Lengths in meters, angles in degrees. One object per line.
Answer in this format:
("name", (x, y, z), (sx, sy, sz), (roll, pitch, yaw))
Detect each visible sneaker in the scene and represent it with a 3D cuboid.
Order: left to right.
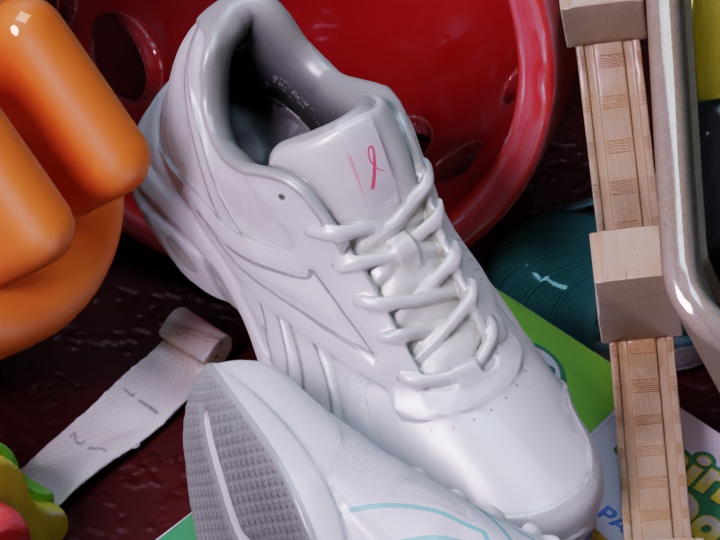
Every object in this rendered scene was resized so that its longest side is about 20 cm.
("sneaker", (0.000, 0.000, 0.813), (0.078, 0.100, 0.200), (-33, 69, -25))
("sneaker", (0.024, 0.095, 0.761), (0.080, 0.071, 0.200), (-22, 55, -34))
("sneaker", (0.137, -0.023, 0.930), (0.199, 0.080, 0.072), (-10, 45, -12))

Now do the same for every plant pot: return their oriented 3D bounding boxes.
("plant pot", (-0.010, -0.120, 0.951), (0.200, 0.201, 0.183), (13, 35, 11))

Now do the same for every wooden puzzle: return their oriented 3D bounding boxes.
("wooden puzzle", (0.106, -0.053, 0.810), (0.037, 0.185, 0.201), (-10, 73, 12))

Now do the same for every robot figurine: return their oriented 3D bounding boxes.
("robot figurine", (-0.150, -0.017, 0.853), (0.116, 0.200, 0.144), (21, 61, -37))

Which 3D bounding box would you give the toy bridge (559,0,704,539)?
("toy bridge", (0.082, 0.005, 0.826), (0.027, 0.067, 0.201), (-6, 71, 6))

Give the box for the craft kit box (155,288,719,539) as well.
("craft kit box", (0.047, 0.113, 0.814), (0.200, 0.049, 0.197), (33, 49, 28))

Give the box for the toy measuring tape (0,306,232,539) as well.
("toy measuring tape", (-0.110, 0.055, 0.847), (0.073, 0.074, 0.200), (29, 50, 25))
